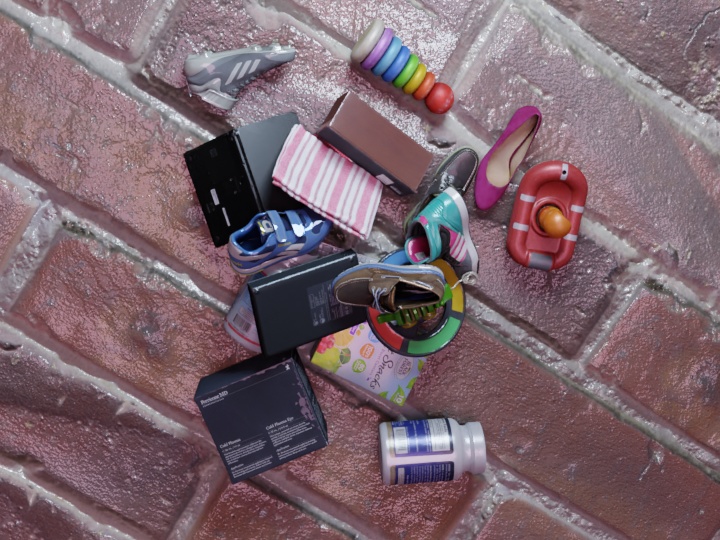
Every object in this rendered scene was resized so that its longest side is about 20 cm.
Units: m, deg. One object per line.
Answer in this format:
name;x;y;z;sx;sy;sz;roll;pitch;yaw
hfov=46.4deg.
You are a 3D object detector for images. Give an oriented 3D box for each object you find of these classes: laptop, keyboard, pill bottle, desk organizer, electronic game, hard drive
laptop;-0.189;-0.161;1.497;0.197;0.103;0.181;-18;93;30
keyboard;0.000;0.000;1.565;0.196;0.011;0.057;17;101;-8
pill bottle;-0.157;0.038;1.508;0.107;0.109;0.202;29;103;-9
desk organizer;0.027;-0.221;1.482;0.198;0.071;0.078;35;78;-17
electronic game;0.100;0.056;1.538;0.195;0.042;0.205;2;82;-14
hard drive;-0.090;0.058;1.462;0.196;0.033;0.142;-19;119;-19
pill bottle;0.134;0.342;1.597;0.195;0.116;0.119;-3;103;-3

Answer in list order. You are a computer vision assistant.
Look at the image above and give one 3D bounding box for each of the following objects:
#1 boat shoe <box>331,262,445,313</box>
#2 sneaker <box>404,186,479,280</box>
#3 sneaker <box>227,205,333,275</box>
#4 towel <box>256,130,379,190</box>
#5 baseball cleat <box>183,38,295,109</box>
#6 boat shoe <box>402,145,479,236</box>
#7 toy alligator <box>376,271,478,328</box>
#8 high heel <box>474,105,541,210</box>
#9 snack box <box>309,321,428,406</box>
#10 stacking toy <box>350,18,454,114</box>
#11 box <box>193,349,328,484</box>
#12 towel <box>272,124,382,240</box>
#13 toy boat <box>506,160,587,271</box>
boat shoe;0.046;0.032;1.421;0.195;0.073;0.074;-7;120;5
sneaker;0.140;-0.037;1.480;0.119;0.084;0.202;-32;131;-13
sneaker;-0.134;-0.063;1.413;0.197;0.083;0.075;-28;61;-9
towel;-0.080;-0.152;1.521;0.199;0.023;0.145;-40;103;5
baseball cleat;-0.204;-0.337;1.455;0.195;0.070;0.109;-4;110;7
boat shoe;0.151;-0.132;1.517;0.072;0.065;0.202;31;100;-12
toy alligator;0.121;0.054;1.478;0.197;0.054;0.060;-24;109;1
high heel;0.259;-0.198;1.493;0.066;0.096;0.204;18;101;-7
snack box;0.021;0.145;1.577;0.197;0.053;0.144;27;99;-9
stacking toy;0.080;-0.342;1.464;0.199;0.086;0.086;36;98;-16
box;-0.181;0.262;1.565;0.196;0.104;0.185;-21;104;1
towel;-0.051;-0.152;1.444;0.198;0.148;0.030;31;135;-15
toy boat;0.342;-0.093;1.504;0.127;0.131;0.205;9;102;-6
